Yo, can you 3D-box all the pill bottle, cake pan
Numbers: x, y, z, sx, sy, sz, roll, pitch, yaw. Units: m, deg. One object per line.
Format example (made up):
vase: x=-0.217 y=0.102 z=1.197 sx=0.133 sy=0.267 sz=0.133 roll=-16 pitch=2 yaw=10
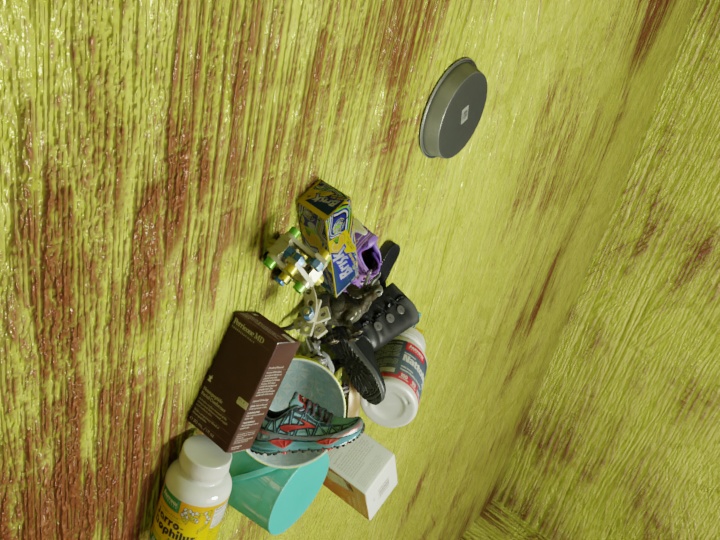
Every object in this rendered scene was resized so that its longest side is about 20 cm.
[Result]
pill bottle: x=0.074 y=0.206 z=1.633 sx=0.201 sy=0.117 sz=0.122 roll=-68 pitch=172 yaw=-54
cake pan: x=0.184 y=-0.304 z=1.552 sx=0.200 sy=0.036 sz=0.203 roll=-43 pitch=150 yaw=-33
pill bottle: x=-0.275 y=0.378 z=1.329 sx=0.112 sy=0.112 sz=0.204 roll=-16 pitch=131 yaw=-56

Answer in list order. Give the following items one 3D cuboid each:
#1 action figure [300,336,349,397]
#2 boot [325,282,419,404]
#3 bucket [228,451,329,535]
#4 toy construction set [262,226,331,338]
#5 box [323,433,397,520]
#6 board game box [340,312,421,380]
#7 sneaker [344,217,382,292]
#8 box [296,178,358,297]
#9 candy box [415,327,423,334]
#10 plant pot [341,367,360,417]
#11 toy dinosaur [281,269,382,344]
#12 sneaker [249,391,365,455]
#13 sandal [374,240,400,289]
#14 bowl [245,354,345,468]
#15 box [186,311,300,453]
action figure: x=-0.065 y=0.187 z=1.534 sx=0.068 sy=0.133 sz=0.200 roll=-15 pitch=162 yaw=-2
boot: x=0.046 y=0.136 z=1.542 sx=0.065 sy=0.167 sz=0.199 roll=-32 pitch=-179 yaw=45
bucket: x=-0.162 y=0.380 z=1.518 sx=0.207 sy=0.133 sz=0.210 roll=-45 pitch=152 yaw=-32
toy construction set: x=-0.091 y=0.012 z=1.261 sx=0.092 sy=0.130 sz=0.202 roll=-44 pitch=151 yaw=-26
box: x=-0.030 y=0.408 z=1.718 sx=0.107 sy=0.198 sz=0.154 roll=-47 pitch=153 yaw=-25
board game box: x=0.048 y=0.168 z=1.790 sx=0.203 sy=0.046 sz=0.150 roll=-62 pitch=155 yaw=5
sneaker: x=0.000 y=0.000 z=1.477 sx=0.081 sy=0.083 sz=0.202 roll=-44 pitch=152 yaw=-29
box: x=-0.052 y=-0.049 z=1.341 sx=0.064 sy=0.069 sz=0.202 roll=-43 pitch=150 yaw=-26
candy box: x=0.093 y=0.227 z=1.881 sx=0.103 sy=0.026 sz=0.201 roll=-65 pitch=175 yaw=37
plant pot: x=-0.019 y=0.229 z=1.607 sx=0.200 sy=0.027 sz=0.205 roll=-177 pitch=-90 yaw=-85
toy dinosaur: x=-0.050 y=0.075 z=1.440 sx=0.195 sy=0.105 sz=0.077 roll=-11 pitch=163 yaw=2
sneaker: x=-0.090 y=0.249 z=1.335 sx=0.079 sy=0.195 sz=0.098 roll=-179 pitch=-96 yaw=-86
sandal: x=0.028 y=0.039 z=1.618 sx=0.076 sy=0.042 sz=0.203 roll=10 pitch=108 yaw=-64
bowl: x=-0.131 y=0.232 z=1.425 sx=0.203 sy=0.197 sz=0.108 roll=-62 pitch=-162 yaw=6
box: x=-0.188 y=0.179 z=1.294 sx=0.075 sy=0.099 sz=0.203 roll=11 pitch=107 yaw=-63
